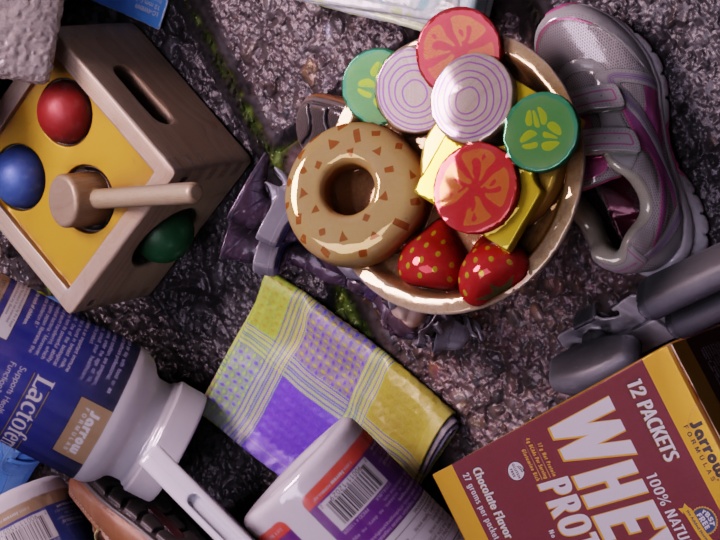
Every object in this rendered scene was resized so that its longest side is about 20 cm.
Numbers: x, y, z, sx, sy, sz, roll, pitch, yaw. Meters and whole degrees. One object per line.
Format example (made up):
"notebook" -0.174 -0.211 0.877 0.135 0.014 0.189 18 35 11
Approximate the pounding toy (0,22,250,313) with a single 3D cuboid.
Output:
"pounding toy" -0.189 -0.072 1.724 0.200 0.142 0.184 49 120 17

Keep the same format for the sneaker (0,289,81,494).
"sneaker" -0.267 0.118 1.846 0.078 0.066 0.200 31 111 32

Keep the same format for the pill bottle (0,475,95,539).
"pill bottle" -0.244 0.276 1.833 0.111 0.111 0.200 -35 79 31

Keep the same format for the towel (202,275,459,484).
"towel" -0.026 0.109 1.721 0.200 0.023 0.144 40 117 21

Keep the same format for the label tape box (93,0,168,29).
"label tape box" -0.198 -0.300 1.741 0.143 0.066 0.200 26 109 27

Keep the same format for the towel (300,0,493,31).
"towel" 0.025 -0.274 1.614 0.171 0.048 0.200 16 106 29

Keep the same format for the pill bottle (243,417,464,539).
"pill bottle" 0.022 0.212 1.637 0.200 0.111 0.111 46 120 -2

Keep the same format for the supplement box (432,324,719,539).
"supplement box" 0.196 0.131 1.477 0.197 0.200 0.133 -32 80 32

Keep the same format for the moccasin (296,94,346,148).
"moccasin" 0.048 -0.080 1.610 0.201 0.078 0.074 16 119 24

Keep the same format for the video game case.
"video game case" -0.071 0.218 1.675 0.023 0.200 0.182 -45 69 -7

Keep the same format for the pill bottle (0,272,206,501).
"pill bottle" -0.227 0.092 1.750 0.200 0.116 0.116 28 115 -8

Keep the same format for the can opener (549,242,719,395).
"can opener" 0.210 0.032 1.519 0.200 0.053 0.067 -32 40 40

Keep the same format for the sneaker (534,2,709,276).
"sneaker" 0.166 -0.086 1.528 0.081 0.088 0.200 -27 83 32

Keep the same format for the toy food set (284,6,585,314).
"toy food set" 0.056 -0.071 1.514 0.200 0.049 0.198 33 98 29

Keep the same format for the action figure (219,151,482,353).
"action figure" 0.000 0.000 1.617 0.200 0.130 0.069 30 73 2

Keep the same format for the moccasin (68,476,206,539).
"moccasin" -0.162 0.223 1.792 0.201 0.074 0.078 36 117 28

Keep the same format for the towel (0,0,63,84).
"towel" -0.272 -0.243 1.665 0.034 0.132 0.200 179 100 -70
